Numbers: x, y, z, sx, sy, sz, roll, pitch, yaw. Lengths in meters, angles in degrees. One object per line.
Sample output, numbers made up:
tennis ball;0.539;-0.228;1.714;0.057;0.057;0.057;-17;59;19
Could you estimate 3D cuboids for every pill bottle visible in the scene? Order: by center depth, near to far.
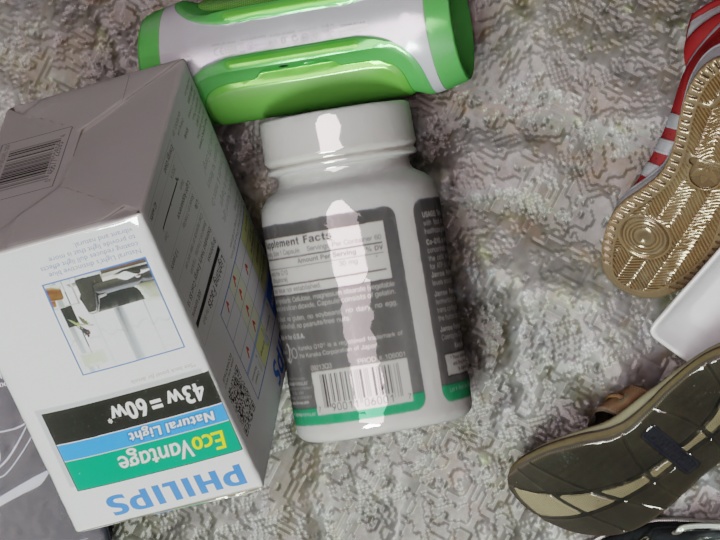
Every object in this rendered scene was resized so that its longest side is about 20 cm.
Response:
pill bottle;0.000;0.000;1.739;0.113;0.113;0.200;-9;90;13

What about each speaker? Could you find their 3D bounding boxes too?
speaker;-0.034;-0.140;1.754;0.200;0.088;0.089;-8;91;13

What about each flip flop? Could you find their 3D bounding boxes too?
flip flop;0.178;0.097;1.727;0.081;0.058;0.200;42;121;-18

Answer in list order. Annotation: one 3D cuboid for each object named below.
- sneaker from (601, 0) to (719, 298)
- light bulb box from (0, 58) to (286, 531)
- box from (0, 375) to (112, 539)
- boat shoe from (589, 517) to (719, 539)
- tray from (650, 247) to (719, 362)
sneaker;0.209;-0.081;1.717;0.071;0.113;0.200;23;130;-2
light bulb box;-0.137;0.014;1.695;0.125;0.198;0.200;-14;118;14
box;-0.249;0.109;1.783;0.148;0.104;0.200;-12;91;-10
boat shoe;0.210;0.187;1.727;0.200;0.060;0.076;-14;89;13
tray;0.273;-0.013;1.705;0.107;0.022;0.200;35;102;-26
